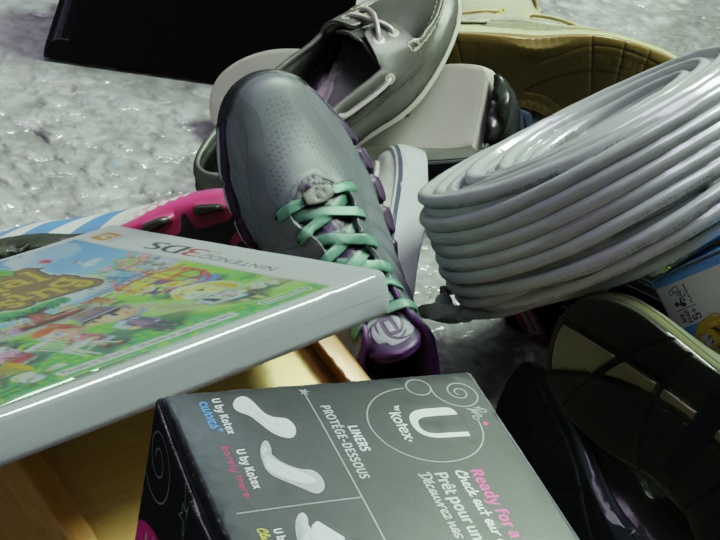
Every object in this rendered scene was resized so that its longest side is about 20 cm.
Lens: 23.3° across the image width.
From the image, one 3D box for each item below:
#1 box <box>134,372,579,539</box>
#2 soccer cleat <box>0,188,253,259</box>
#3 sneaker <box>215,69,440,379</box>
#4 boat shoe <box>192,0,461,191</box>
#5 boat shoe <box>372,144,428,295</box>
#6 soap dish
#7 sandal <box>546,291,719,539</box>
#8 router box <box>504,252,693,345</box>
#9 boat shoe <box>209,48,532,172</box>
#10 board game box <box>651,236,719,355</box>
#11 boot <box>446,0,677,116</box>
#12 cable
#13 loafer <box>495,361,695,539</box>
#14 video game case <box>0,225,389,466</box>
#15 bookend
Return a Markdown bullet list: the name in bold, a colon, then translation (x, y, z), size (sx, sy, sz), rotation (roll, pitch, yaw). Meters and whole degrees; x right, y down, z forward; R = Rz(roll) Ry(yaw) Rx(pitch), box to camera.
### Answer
- **box**: translation (-0.006, 0.151, 0.564), size (0.114, 0.200, 0.132), rotation (-4, 36, -23)
- **soccer cleat**: translation (-0.101, -0.005, 0.873), size (0.199, 0.070, 0.086), rotation (-5, 6, -2)
- **sneaker**: translation (0.000, 0.000, 0.797), size (0.074, 0.200, 0.087), rotation (-27, 13, -20)
- **boat shoe**: translation (-0.017, -0.104, 0.995), size (0.067, 0.057, 0.200), rotation (34, 76, 34)
- **boat shoe**: translation (-0.005, -0.008, 0.940), size (0.070, 0.071, 0.200), rotation (13, 39, -2)
- **soap dish**: translation (-0.063, 0.096, 0.714), size (0.200, 0.081, 0.157), rotation (-18, 58, -39)
- **sandal**: translation (0.163, 0.081, 0.740), size (0.057, 0.080, 0.201), rotation (7, 36, -53)
- **router box**: translation (0.201, 0.016, 0.964), size (0.200, 0.062, 0.150), rotation (27, 37, 24)
- **boat shoe**: translation (0.011, -0.088, 1.078), size (0.200, 0.075, 0.093), rotation (8, -10, 26)
- **board game box**: translation (0.249, 0.050, 0.826), size (0.196, 0.056, 0.200), rotation (-28, 92, -45)
- **boot**: translation (0.123, -0.163, 1.214), size (0.199, 0.072, 0.155), rotation (6, 30, -7)
- **cable**: translation (0.125, -0.048, 0.838), size (0.200, 0.069, 0.200), rotation (-31, 8, -21)
- **loafer**: translation (0.119, 0.121, 0.781), size (0.072, 0.073, 0.200), rotation (4, 42, -27)
- **video game case**: translation (-0.121, 0.023, 0.698), size (0.182, 0.022, 0.200), rotation (9, 22, 44)
- **bookend**: translation (-0.095, -0.230, 1.129), size (0.199, 0.199, 0.092), rotation (7, 35, -5)
